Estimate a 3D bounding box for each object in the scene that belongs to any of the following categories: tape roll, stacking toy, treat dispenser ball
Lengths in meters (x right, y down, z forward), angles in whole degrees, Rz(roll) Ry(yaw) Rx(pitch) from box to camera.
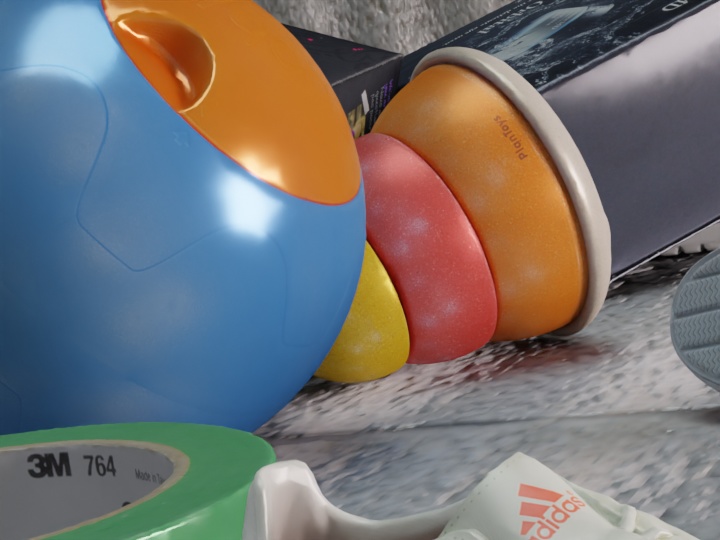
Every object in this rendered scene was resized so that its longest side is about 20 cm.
[{"bbox_3d":[-0.119,0.090,0.631,0.198,0.049,0.200,-8,8,1],"label":"tape roll"},{"bbox_3d":[0.000,0.000,0.981,0.199,0.147,0.146,-28,14,-21],"label":"stacking toy"},{"bbox_3d":[-0.097,-0.020,0.848,0.199,0.203,0.201,-8,7,1],"label":"treat dispenser ball"}]

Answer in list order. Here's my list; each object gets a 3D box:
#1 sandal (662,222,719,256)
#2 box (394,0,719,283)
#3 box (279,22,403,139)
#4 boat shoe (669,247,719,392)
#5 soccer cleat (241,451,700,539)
[{"bbox_3d":[0.200,-0.040,1.251,0.201,0.050,0.082,-8,7,4],"label":"sandal"},{"bbox_3d":[0.137,-0.091,1.215,0.196,0.118,0.200,-28,19,-17],"label":"box"},{"bbox_3d":[-0.074,-0.064,1.150,0.121,0.107,0.200,17,21,18],"label":"box"},{"bbox_3d":[0.205,0.022,0.768,0.199,0.074,0.067,-2,-18,45],"label":"boat shoe"},{"bbox_3d":[0.052,0.075,0.427,0.199,0.078,0.069,-3,9,36],"label":"soccer cleat"}]
